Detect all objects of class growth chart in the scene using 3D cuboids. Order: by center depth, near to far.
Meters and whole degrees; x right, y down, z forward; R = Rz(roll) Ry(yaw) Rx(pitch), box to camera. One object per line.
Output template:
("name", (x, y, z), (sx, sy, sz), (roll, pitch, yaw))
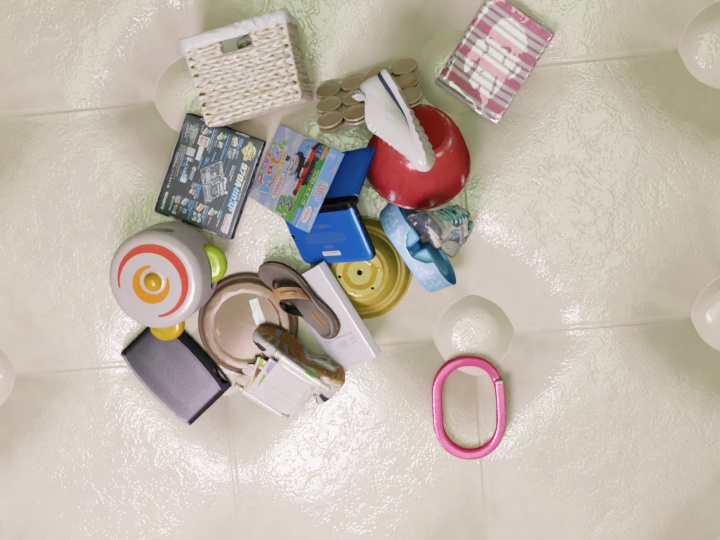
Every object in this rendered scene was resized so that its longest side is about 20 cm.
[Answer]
("growth chart", (-0.158, 0.219, 1.752), (0.144, 0.018, 0.200), (39, 139, -8))

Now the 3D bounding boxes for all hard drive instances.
("hard drive", (-0.056, 0.089, 1.745), (0.027, 0.132, 0.201), (-36, 96, -39))
("hard drive", (-0.363, 0.196, 1.802), (0.135, 0.042, 0.200), (-43, 93, 7))

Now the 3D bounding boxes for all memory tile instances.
("memory tile", (0.015, -0.318, 1.680), (0.198, 0.154, 0.017), (-15, 132, 7))

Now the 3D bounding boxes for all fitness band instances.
("fitness band", (0.210, 0.267, 1.790), (0.142, 0.037, 0.202), (-3, 96, 3))

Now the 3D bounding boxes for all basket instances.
("basket", (-0.195, -0.359, 1.652), (0.197, 0.200, 0.162), (-15, 98, 4))

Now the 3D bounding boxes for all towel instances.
("towel", (0.249, -0.394, 1.713), (0.146, 0.030, 0.201), (33, 97, -1))

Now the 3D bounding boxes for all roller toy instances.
("roller toy", (-0.368, 0.010, 1.722), (0.182, 0.140, 0.201), (36, 105, -1))

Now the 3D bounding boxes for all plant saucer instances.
("plant saucer", (-0.220, 0.105, 1.794), (0.198, 0.029, 0.202), (0, 96, 3))

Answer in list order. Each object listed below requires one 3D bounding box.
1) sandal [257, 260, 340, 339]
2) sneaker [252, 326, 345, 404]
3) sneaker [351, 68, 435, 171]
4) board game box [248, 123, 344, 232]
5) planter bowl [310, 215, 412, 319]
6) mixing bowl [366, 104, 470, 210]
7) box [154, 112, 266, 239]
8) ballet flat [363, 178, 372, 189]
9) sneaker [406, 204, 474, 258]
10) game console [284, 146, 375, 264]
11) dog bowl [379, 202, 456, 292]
("sandal", (-0.123, 0.060, 1.727), (0.200, 0.054, 0.082), (47, 140, 9))
("sneaker", (-0.130, 0.187, 1.756), (0.199, 0.076, 0.088), (33, 118, -4))
("sneaker", (0.059, -0.245, 1.578), (0.080, 0.076, 0.201), (-30, 70, 11))
("board game box", (-0.121, -0.171, 1.679), (0.036, 0.200, 0.152), (20, 97, -37))
("planter bowl", (0.000, 0.000, 1.744), (0.198, 0.083, 0.202), (0, 97, 2))
("mixing bowl", (0.105, -0.223, 1.657), (0.198, 0.109, 0.202), (0, 65, 0))
("box", (-0.285, -0.178, 1.753), (0.158, 0.046, 0.201), (20, 97, 0))
("ballet flat", (0.095, -0.172, 1.737), (0.198, 0.072, 0.072), (8, 97, 4))
("sneaker", (0.151, -0.089, 1.675), (0.086, 0.200, 0.078), (-47, 69, 9))
("game console", (-0.040, -0.115, 1.688), (0.118, 0.199, 0.172), (-38, 113, -36))
("dog bowl", (0.105, -0.046, 1.724), (0.049, 0.111, 0.201), (-33, 95, 19))
